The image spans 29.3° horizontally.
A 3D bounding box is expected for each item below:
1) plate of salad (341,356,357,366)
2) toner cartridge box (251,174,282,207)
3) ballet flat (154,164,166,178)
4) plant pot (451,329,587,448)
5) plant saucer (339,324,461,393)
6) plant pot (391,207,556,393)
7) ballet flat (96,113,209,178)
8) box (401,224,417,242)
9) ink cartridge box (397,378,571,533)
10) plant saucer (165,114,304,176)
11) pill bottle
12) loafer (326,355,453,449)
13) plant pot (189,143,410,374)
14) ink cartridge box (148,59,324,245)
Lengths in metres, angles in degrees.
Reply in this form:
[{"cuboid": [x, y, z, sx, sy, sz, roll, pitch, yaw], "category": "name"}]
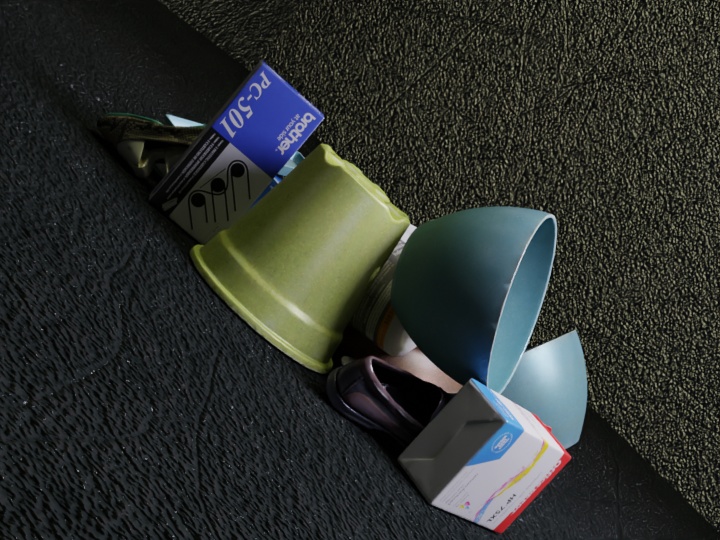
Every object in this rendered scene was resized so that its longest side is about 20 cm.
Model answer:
[{"cuboid": [0.059, 0.157, 1.532, 0.200, 0.048, 0.200, 40, 7, -6], "category": "plate of salad"}, {"cuboid": [-0.137, -0.086, 1.750, 0.043, 0.095, 0.200, 34, 10, -39], "category": "toner cartridge box"}, {"cuboid": [-0.200, -0.110, 1.678, 0.072, 0.072, 0.200, 37, 8, -32], "category": "ballet flat"}, {"cuboid": [0.218, 0.180, 1.809, 0.136, 0.198, 0.200, 66, 10, 5], "category": "plant pot"}, {"cuboid": [0.048, 0.088, 1.696, 0.198, 0.037, 0.201, 23, 12, -5], "category": "plant saucer"}, {"cuboid": [0.111, 0.018, 1.456, 0.133, 0.203, 0.200, 19, 0, 18], "category": "plant pot"}, {"cuboid": [-0.222, -0.139, 1.603, 0.197, 0.076, 0.068, 7, -26, 10], "category": "ballet flat"}, {"cuboid": [0.074, 0.016, 1.672, 0.199, 0.123, 0.048, 29, 39, 26], "category": "box"}, {"cuboid": [0.139, 0.199, 1.423, 0.067, 0.116, 0.199, 48, 10, 37], "category": "ink cartridge box"}, {"cuboid": [-0.150, -0.151, 1.721, 0.198, 0.019, 0.070, 14, 22, -34], "category": "plant saucer"}, {"cuboid": [0.000, 0.000, 1.610, 0.199, 0.117, 0.116, 37, 5, 19], "category": "pill bottle"}, {"cuboid": [0.057, 0.142, 1.414, 0.199, 0.063, 0.073, 26, 43, -32], "category": "loafer"}, {"cuboid": [-0.051, -0.026, 1.481, 0.200, 0.185, 0.200, 40, 6, -5], "category": "plant pot"}, {"cuboid": [-0.140, -0.129, 1.548, 0.094, 0.200, 0.044, 39, 7, -15], "category": "ink cartridge box"}]
